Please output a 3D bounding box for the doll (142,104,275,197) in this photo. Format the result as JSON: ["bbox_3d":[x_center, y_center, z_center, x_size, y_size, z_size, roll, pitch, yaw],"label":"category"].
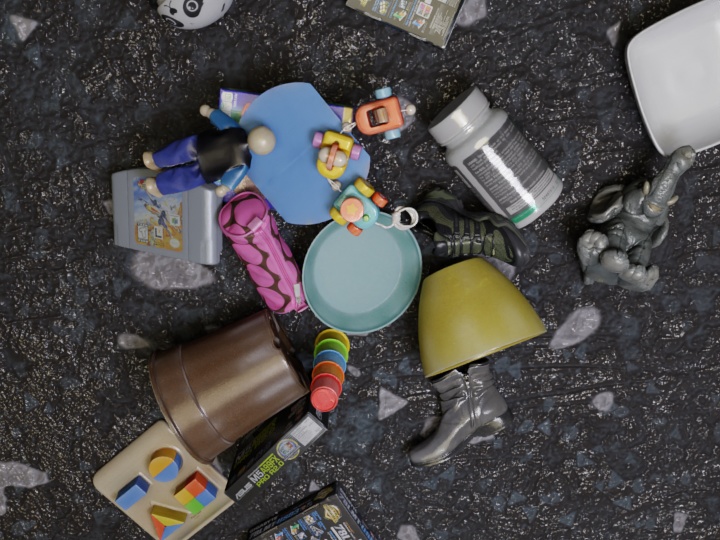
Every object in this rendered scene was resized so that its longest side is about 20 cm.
[{"bbox_3d":[-0.212,-0.166,1.073,0.198,0.048,0.138,-11,80,19],"label":"doll"}]

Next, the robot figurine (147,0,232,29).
[{"bbox_3d":[-0.258,-0.436,1.053,0.124,0.150,0.201,-29,104,-4],"label":"robot figurine"}]

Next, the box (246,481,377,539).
[{"bbox_3d":[-0.072,0.511,1.374,0.198,0.050,0.201,-31,103,9],"label":"box"}]

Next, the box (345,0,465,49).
[{"bbox_3d":[0.088,-0.442,1.087,0.158,0.046,0.201,22,106,-5],"label":"box"}]

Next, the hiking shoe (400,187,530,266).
[{"bbox_3d":[0.156,-0.044,1.140,0.199,0.101,0.076,30,151,30],"label":"hiking shoe"}]

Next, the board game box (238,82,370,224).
[{"bbox_3d":[-0.084,-0.167,1.099,0.158,0.039,0.200,-38,98,16],"label":"board game box"}]

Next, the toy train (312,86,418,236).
[{"bbox_3d":[0.011,-0.142,1.043,0.149,0.056,0.202,-8,105,10],"label":"toy train"}]

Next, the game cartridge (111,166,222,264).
[{"bbox_3d":[-0.300,-0.090,1.165,0.198,0.041,0.134,11,112,25],"label":"game cartridge"}]

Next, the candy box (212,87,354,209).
[{"bbox_3d":[-0.117,-0.179,1.154,0.198,0.077,0.171,7,106,-3],"label":"candy box"}]

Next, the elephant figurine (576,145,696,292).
[{"bbox_3d":[0.417,-0.078,1.154,0.141,0.155,0.201,35,77,-45],"label":"elephant figurine"}]

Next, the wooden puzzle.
[{"bbox_3d":[-0.348,0.390,1.344,0.185,0.046,0.200,-39,102,12],"label":"wooden puzzle"}]

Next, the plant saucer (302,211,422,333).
[{"bbox_3d":[0.000,0.000,1.204,0.198,0.036,0.202,-5,107,-17],"label":"plant saucer"}]

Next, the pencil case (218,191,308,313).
[{"bbox_3d":[-0.140,-0.022,1.156,0.090,0.094,0.201,-32,135,-6],"label":"pencil case"}]

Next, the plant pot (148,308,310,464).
[{"bbox_3d":[-0.199,0.171,1.208,0.197,0.200,0.201,-28,104,2],"label":"plant pot"}]

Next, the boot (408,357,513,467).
[{"bbox_3d":[0.148,0.236,1.286,0.199,0.070,0.132,-30,101,-2],"label":"boot"}]

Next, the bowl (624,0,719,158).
[{"bbox_3d":[0.492,-0.285,1.113,0.198,0.075,0.201,-23,104,8],"label":"bowl"}]

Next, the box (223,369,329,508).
[{"bbox_3d":[-0.132,0.272,1.246,0.044,0.160,0.200,43,104,-12],"label":"box"}]

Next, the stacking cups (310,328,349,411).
[{"bbox_3d":[-0.052,0.152,1.187,0.060,0.200,0.061,1,106,3],"label":"stacking cups"}]

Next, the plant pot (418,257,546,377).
[{"bbox_3d":[0.168,0.064,1.180,0.199,0.200,0.143,-22,79,7],"label":"plant pot"}]

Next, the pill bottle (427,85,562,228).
[{"bbox_3d":[0.199,-0.167,1.133,0.113,0.113,0.200,-40,103,12],"label":"pill bottle"}]
